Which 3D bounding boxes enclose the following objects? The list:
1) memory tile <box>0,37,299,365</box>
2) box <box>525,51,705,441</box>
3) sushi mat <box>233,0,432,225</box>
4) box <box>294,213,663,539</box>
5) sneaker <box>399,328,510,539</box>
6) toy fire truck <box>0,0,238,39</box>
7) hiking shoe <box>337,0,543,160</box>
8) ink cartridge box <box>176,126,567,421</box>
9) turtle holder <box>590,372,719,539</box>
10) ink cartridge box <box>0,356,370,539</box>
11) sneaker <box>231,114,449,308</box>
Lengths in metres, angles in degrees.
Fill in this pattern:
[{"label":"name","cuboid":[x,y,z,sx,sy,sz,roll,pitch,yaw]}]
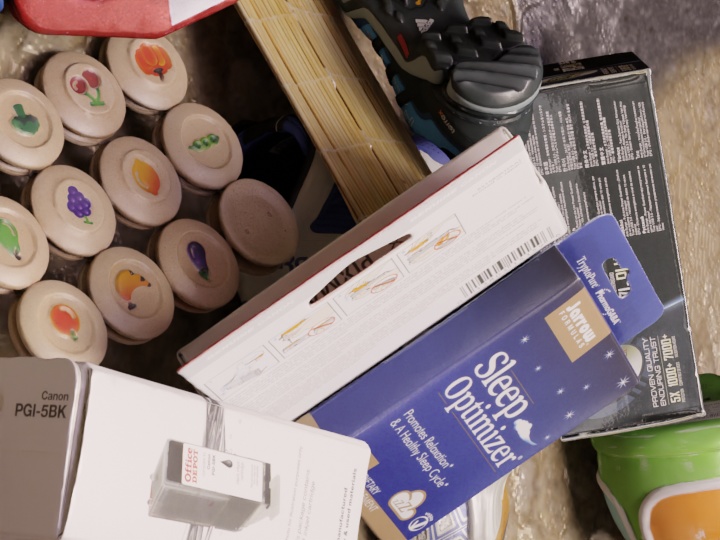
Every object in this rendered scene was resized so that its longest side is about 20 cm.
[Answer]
[{"label":"memory tile","cuboid":[-0.126,-0.037,1.438,0.200,0.017,0.153,-29,85,-48]},{"label":"box","cuboid":[0.137,-0.018,1.685,0.164,0.086,0.200,-82,162,-81]},{"label":"sushi mat","cuboid":[-0.016,-0.098,1.545,0.096,0.012,0.200,-5,61,-55]},{"label":"box","cuboid":[0.071,0.060,1.540,0.200,0.032,0.121,-36,144,0]},{"label":"sneaker","cuboid":[0.041,0.129,1.639,0.075,0.088,0.200,-11,113,-85]},{"label":"toy fire truck","cuboid":[-0.142,-0.203,1.414,0.168,0.112,0.200,-26,112,-13]},{"label":"hiking shoe","cuboid":[0.031,-0.117,1.585,0.074,0.200,0.087,-11,128,-18]},{"label":"ink cartridge box","cuboid":[0.000,0.000,1.433,0.044,0.200,0.174,56,1,20]},{"label":"turtle holder","cuboid":[0.208,0.124,1.799,0.141,0.185,0.132,-13,98,-18]},{"label":"ink cartridge box","cuboid":[-0.116,0.101,1.385,0.200,0.147,0.083,19,76,-47]},{"label":"sneaker","cuboid":[-0.009,-0.045,1.576,0.199,0.080,0.115,-41,120,-42]}]
